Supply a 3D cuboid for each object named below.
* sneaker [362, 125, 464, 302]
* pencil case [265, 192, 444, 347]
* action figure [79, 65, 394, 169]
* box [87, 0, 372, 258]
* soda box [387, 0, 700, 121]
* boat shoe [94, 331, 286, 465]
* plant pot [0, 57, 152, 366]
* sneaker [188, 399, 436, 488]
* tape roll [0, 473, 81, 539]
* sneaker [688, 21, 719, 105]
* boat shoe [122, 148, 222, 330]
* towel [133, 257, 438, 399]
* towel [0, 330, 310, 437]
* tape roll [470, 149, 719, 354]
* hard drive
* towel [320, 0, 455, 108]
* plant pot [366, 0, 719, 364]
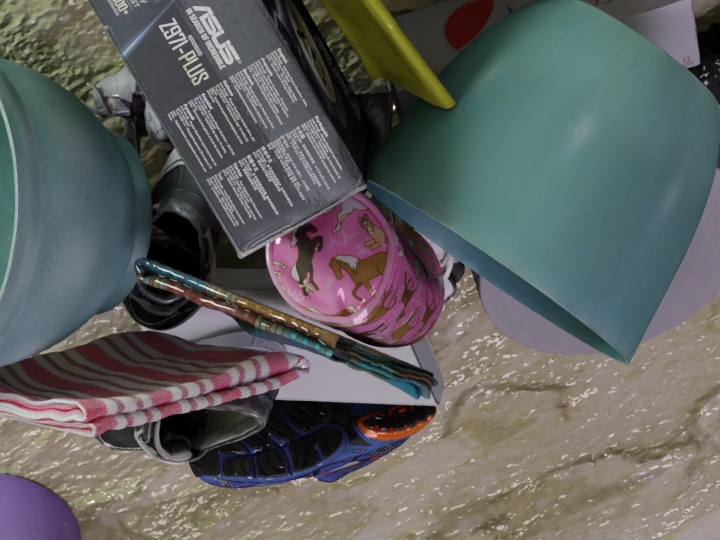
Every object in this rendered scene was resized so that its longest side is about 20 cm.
[{"bbox_3d":[0.044,-0.037,1.663,0.115,0.076,0.200,13,145,-40],"label":"sneaker"},{"bbox_3d":[0.000,0.000,1.499,0.086,0.083,0.200,20,179,11],"label":"pencil case"},{"bbox_3d":[-0.080,-0.098,1.536,0.198,0.070,0.130,6,154,-2],"label":"action figure"},{"bbox_3d":[-0.077,-0.130,1.385,0.086,0.164,0.201,-28,101,9],"label":"box"},{"bbox_3d":[0.114,-0.146,1.566,0.198,0.068,0.064,-18,139,1],"label":"soda box"},{"bbox_3d":[-0.132,0.099,1.707,0.072,0.071,0.199,35,142,-26],"label":"boat shoe"},{"bbox_3d":[-0.214,-0.034,1.499,0.133,0.201,0.201,3,137,-43],"label":"plant pot"},{"bbox_3d":[-0.037,0.129,1.792,0.199,0.076,0.079,-9,147,-28],"label":"sneaker"},{"bbox_3d":[-0.305,0.248,1.843,0.198,0.085,0.201,-10,138,-9],"label":"tape roll"},{"bbox_3d":[0.260,-0.156,1.615,0.198,0.060,0.105,-6,139,-20],"label":"sneaker"},{"bbox_3d":[-0.125,-0.004,1.572,0.071,0.068,0.200,28,146,-4],"label":"boat shoe"},{"bbox_3d":[-0.045,0.038,1.512,0.022,0.146,0.200,-69,159,-2],"label":"towel"},{"bbox_3d":[-0.147,0.065,1.536,0.199,0.146,0.030,-12,106,-47],"label":"towel"},{"bbox_3d":[0.172,-0.031,1.713,0.198,0.066,0.201,-10,138,-9],"label":"tape roll"},{"bbox_3d":[-0.053,0.046,1.686,0.198,0.026,0.132,2,143,21],"label":"hard drive"},{"bbox_3d":[-0.020,-0.168,1.372,0.018,0.086,0.200,-44,126,-6],"label":"towel"},{"bbox_3d":[0.122,-0.067,1.461,0.200,0.200,0.162,35,88,-42],"label":"plant pot"}]
